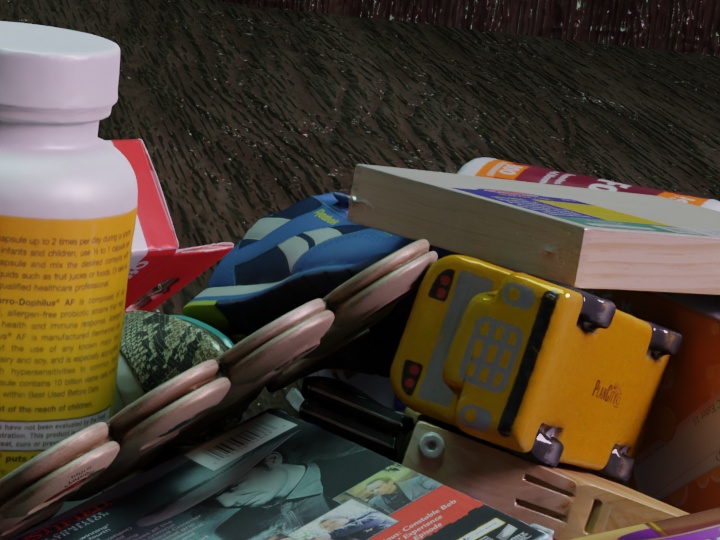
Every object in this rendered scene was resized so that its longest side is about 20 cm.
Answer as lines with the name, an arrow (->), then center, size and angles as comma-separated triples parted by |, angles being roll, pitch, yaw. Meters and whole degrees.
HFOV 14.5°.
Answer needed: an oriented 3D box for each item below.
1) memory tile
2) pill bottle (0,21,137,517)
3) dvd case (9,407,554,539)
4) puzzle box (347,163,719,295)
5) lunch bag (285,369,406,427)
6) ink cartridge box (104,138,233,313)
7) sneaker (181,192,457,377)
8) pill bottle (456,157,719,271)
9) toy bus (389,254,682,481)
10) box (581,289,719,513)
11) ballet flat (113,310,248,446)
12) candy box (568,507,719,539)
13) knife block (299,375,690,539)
memory tile -> -0.066, 0.053, 1.103 | 0.200, 0.017, 0.153 | -30, -4, -23
pill bottle -> -0.153, 0.000, 1.187 | 0.113, 0.200, 0.113 | 7, 11, -1
dvd case -> -0.041, 0.107, 1.019 | 0.146, 0.022, 0.200 | -27, 24, -24
puzzle box -> 0.109, -0.014, 1.193 | 0.200, 0.025, 0.133 | 4, 10, -44
lunch bag -> 0.064, 0.054, 1.386 | 0.200, 0.076, 0.160 | 7, 14, -8
ink cartridge box -> -0.177, -0.011, 1.430 | 0.200, 0.067, 0.116 | -4, -22, -44
sneaker -> 0.000, 0.000, 1.263 | 0.200, 0.082, 0.074 | -2, -45, 52
pill bottle -> 0.144, 0.010, 1.546 | 0.200, 0.114, 0.114 | 11, 12, 22
toy bus -> 0.071, 0.038, 1.113 | 0.078, 0.065, 0.200 | 20, 0, 21
box -> 0.170, 0.074, 1.225 | 0.097, 0.125, 0.200 | 0, 13, -30
ballet flat -> -0.120, 0.051, 1.338 | 0.075, 0.068, 0.200 | -21, 16, -21
candy box -> 0.128, 0.125, 0.975 | 0.200, 0.057, 0.117 | -13, 13, 1
knife block -> 0.059, 0.102, 1.146 | 0.200, 0.064, 0.176 | 20, 1, 3
